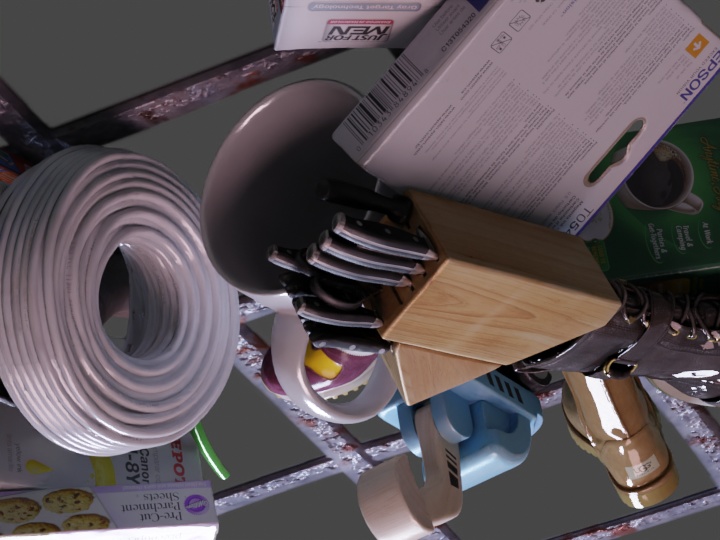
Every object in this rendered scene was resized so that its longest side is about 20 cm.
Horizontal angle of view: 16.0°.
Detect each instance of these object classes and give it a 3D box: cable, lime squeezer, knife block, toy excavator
[{"bbox_3d":[-0.158,0.017,1.640,0.069,0.200,0.200,-8,-167,38],"label":"cable"},{"bbox_3d":[-0.113,0.067,1.789,0.038,0.071,0.200,21,120,26],"label":"lime squeezer"},{"bbox_3d":[0.049,-0.007,1.522,0.200,0.064,0.176,-21,142,-8],"label":"knife block"},{"bbox_3d":[0.064,0.124,1.845,0.100,0.200,0.194,-29,142,26],"label":"toy excavator"}]

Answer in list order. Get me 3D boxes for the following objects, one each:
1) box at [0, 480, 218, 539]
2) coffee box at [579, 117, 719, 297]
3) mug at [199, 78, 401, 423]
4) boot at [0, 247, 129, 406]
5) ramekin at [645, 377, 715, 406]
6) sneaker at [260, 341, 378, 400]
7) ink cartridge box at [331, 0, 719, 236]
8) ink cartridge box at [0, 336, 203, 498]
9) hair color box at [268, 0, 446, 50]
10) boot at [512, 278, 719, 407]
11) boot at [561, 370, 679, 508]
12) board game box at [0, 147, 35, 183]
[{"bbox_3d":[-0.199,0.174,1.749,0.200,0.041,0.039,-1,140,-14],"label":"box"},{"bbox_3d":[0.191,-0.035,1.709,0.200,0.123,0.044,-10,146,-1],"label":"coffee box"},{"bbox_3d":[0.000,0.000,1.654,0.148,0.200,0.175,5,164,40],"label":"mug"},{"bbox_3d":[-0.190,0.045,1.719,0.200,0.132,0.070,13,143,-45],"label":"boot"},{"bbox_3d":[0.277,0.013,1.820,0.200,0.098,0.200,-6,147,-4],"label":"ramekin"},{"bbox_3d":[0.005,0.022,1.807,0.200,0.075,0.090,-26,135,14],"label":"sneaker"},{"bbox_3d":[0.108,-0.109,1.555,0.196,0.043,0.200,-49,140,8],"label":"ink cartridge box"},{"bbox_3d":[-0.220,0.118,1.825,0.200,0.145,0.083,11,139,-28],"label":"ink cartridge box"},{"bbox_3d":[0.009,-0.210,1.458,0.099,0.061,0.200,-1,145,-12],"label":"hair color box"},{"bbox_3d":[0.213,0.032,1.645,0.174,0.069,0.200,12,144,-31],"label":"boot"},{"bbox_3d":[0.164,0.052,1.854,0.066,0.175,0.200,-28,120,-4],"label":"boot"},{"bbox_3d":[-0.307,-0.071,1.634,0.103,0.019,0.200,-29,142,31],"label":"board game box"}]
